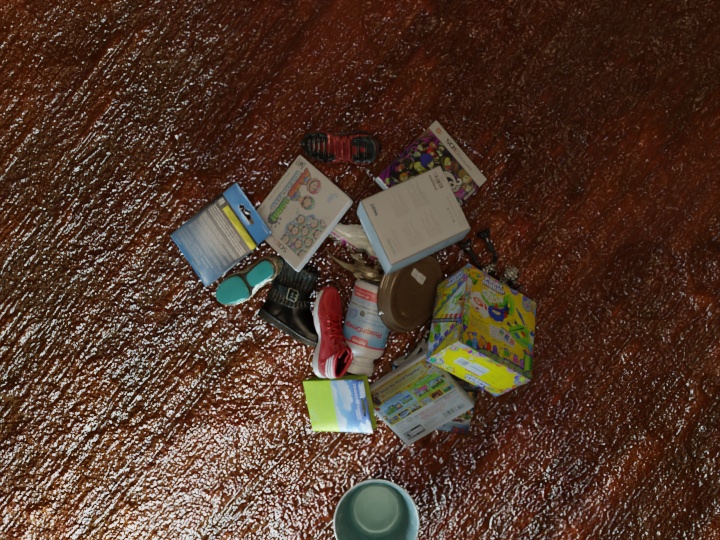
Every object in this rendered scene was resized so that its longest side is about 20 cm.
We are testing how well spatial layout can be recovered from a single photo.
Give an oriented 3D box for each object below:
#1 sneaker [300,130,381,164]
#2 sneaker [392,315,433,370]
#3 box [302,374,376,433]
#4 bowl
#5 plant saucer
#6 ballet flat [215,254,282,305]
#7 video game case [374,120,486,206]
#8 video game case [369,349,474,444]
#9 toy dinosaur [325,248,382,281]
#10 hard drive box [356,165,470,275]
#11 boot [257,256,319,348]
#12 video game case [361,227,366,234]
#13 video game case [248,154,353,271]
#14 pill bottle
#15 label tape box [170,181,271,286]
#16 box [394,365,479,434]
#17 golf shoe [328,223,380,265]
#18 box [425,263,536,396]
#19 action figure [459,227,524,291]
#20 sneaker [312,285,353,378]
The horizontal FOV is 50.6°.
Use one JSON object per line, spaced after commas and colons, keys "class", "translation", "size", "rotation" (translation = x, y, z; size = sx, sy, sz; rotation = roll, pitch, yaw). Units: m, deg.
{"class": "sneaker", "translation": [-0.038, -0.281, 1.732], "size": [0.195, 0.098, 0.073], "rotation": [8, 107, 23]}
{"class": "sneaker", "translation": [0.164, 0.167, 1.760], "size": [0.196, 0.132, 0.079], "rotation": [-23, 136, 36]}
{"class": "box", "translation": [-0.041, 0.301, 1.721], "size": [0.197, 0.047, 0.126], "rotation": [-9, 94, 43]}
{"class": "bowl", "translation": [0.037, 0.567, 1.766], "size": [0.195, 0.105, 0.207], "rotation": [0, 93, 1]}
{"class": "plant saucer", "translation": [0.117, 0.044, 1.707], "size": [0.197, 0.029, 0.206], "rotation": [-16, 115, -37]}
{"class": "ballet flat", "translation": [-0.249, 0.022, 1.747], "size": [0.197, 0.065, 0.072], "rotation": [-25, 94, 31]}
{"class": "video game case", "translation": [0.161, -0.205, 1.725], "size": [0.200, 0.036, 0.182], "rotation": [-43, 92, -13]}
{"class": "video game case", "translation": [0.126, 0.289, 1.713], "size": [0.198, 0.023, 0.182], "rotation": [-35, 112, 25]}
{"class": "toy dinosaur", "translation": [0.000, 0.000, 1.724], "size": [0.195, 0.101, 0.060], "rotation": [20, 80, 7]}
{"class": "hard drive box", "translation": [0.112, -0.108, 1.635], "size": [0.196, 0.077, 0.159], "rotation": [-23, 79, -13]}
{"class": "boot", "translation": [-0.122, 0.077, 1.749], "size": [0.208, 0.079, 0.161], "rotation": [29, 94, -1]}
{"class": "video game case", "translation": [0.115, -0.117, 1.733], "size": [0.143, 0.018, 0.201], "rotation": [43, 74, -5]}
{"class": "video game case", "translation": [-0.138, -0.132, 1.726], "size": [0.181, 0.024, 0.201], "rotation": [41, 94, 25]}
{"class": "pill bottle", "translation": [0.014, 0.130, 1.736], "size": [0.106, 0.109, 0.206], "rotation": [15, 94, 0]}
{"class": "label tape box", "translation": [-0.312, -0.084, 1.742], "size": [0.198, 0.063, 0.146], "rotation": [-36, 92, 7]}
{"class": "box", "translation": [0.163, 0.299, 1.751], "size": [0.194, 0.038, 0.140], "rotation": [9, 122, 0]}
{"class": "golf shoe", "translation": [0.011, -0.079, 1.749], "size": [0.196, 0.075, 0.093], "rotation": [27, 83, -8]}
{"class": "box", "translation": [0.264, 0.130, 1.642], "size": [0.197, 0.122, 0.196], "rotation": [28, 54, -19]}
{"class": "action figure", "translation": [0.299, 0.015, 1.730], "size": [0.117, 0.102, 0.204], "rotation": [-27, 91, 9]}
{"class": "sneaker", "translation": [-0.048, 0.137, 1.674], "size": [0.077, 0.114, 0.206], "rotation": [0, 89, -34]}
